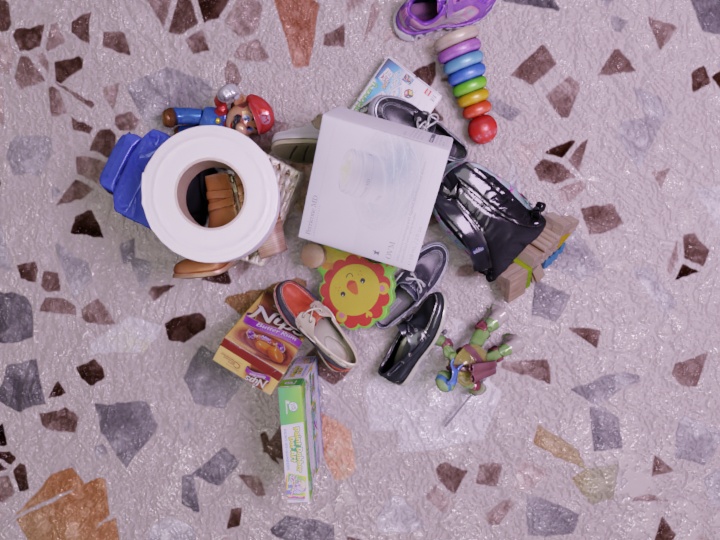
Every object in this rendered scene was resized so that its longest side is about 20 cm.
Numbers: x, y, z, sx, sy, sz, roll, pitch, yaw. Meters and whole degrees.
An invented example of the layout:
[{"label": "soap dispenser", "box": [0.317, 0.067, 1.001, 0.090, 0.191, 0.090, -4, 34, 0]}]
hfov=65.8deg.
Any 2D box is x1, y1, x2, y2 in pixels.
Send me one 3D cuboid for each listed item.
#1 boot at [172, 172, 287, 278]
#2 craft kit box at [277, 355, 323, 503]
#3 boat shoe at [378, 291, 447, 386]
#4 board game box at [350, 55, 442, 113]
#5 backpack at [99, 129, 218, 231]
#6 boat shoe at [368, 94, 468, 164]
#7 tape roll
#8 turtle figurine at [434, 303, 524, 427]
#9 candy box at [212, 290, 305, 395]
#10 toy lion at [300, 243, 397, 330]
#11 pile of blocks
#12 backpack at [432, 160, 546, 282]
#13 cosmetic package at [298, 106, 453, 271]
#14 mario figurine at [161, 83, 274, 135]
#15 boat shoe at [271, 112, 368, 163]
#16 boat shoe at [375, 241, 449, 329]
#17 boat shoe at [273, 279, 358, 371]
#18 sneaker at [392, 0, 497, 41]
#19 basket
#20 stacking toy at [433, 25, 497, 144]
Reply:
[{"label": "boot", "box": [-0.230, -0.078, 0.910, 0.198, 0.074, 0.156, -20, 99, -11]}, {"label": "craft kit box", "box": [-0.104, 0.278, 1.010, 0.048, 0.198, 0.202, -4, 95, 1]}, {"label": "boat shoe", "box": [0.091, 0.122, 1.031, 0.066, 0.075, 0.201, 18, 113, -24]}, {"label": "board game box", "box": [0.042, -0.275, 1.033, 0.126, 0.035, 0.201, 36, 95, -3]}, {"label": "backpack", "box": [-0.336, -0.151, 0.974, 0.167, 0.200, 0.163, 32, 88, 4]}, {"label": "boat shoe", "box": [0.106, -0.245, 0.980, 0.198, 0.068, 0.074, 31, 89, -26]}, {"label": "tape roll", "box": [-0.222, -0.112, 0.842, 0.200, 0.071, 0.205, 0, 91, -6]}, {"label": "turtle figurine", "box": [0.197, 0.160, 1.053, 0.193, 0.201, 0.144, -33, 64, -18]}, {"label": "candy box", "box": [-0.166, 0.121, 0.993, 0.116, 0.200, 0.057, 32, 111, -3]}, {"label": "toy lion", "box": [0.000, 0.000, 1.020, 0.200, 0.069, 0.192, -40, 80, 11]}, {"label": "pile of blocks", "box": [0.322, -0.031, 1.046, 0.200, 0.082, 0.062, -45, 50, -4]}, {"label": "backpack", "box": [0.209, -0.103, 0.997, 0.200, 0.127, 0.167, 40, 93, -10]}, {"label": "cosmetic package", "box": [0.024, -0.134, 0.893, 0.198, 0.123, 0.201, 17, 113, 6]}, {"label": "mario figurine", "box": [-0.253, -0.262, 1.003, 0.198, 0.123, 0.107, -8, 83, 6]}, {"label": "boat shoe", "box": [-0.062, -0.236, 0.979, 0.198, 0.075, 0.069, -6, 76, -19]}, {"label": "boat shoe", "box": [0.095, 0.030, 1.045, 0.072, 0.068, 0.200, 44, 95, -3]}, {"label": "boat shoe", "box": [-0.077, 0.096, 0.986, 0.071, 0.063, 0.201, -38, 92, -25]}, {"label": "sneaker", "box": [0.155, -0.472, 0.985, 0.198, 0.088, 0.081, -19, 94, 2]}, {"label": "basket", "box": [-0.189, -0.116, 1.008, 0.122, 0.136, 0.202, 24, 96, -5]}, {"label": "stacking toy", "box": [0.202, -0.329, 1.008, 0.085, 0.085, 0.202, -20, 101, 3]}]
